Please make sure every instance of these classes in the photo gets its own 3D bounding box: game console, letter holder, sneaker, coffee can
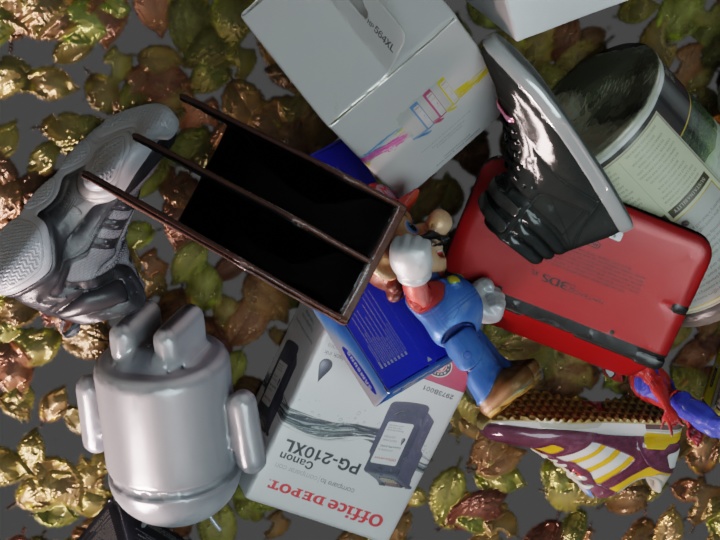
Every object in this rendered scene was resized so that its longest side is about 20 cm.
[{"bbox_3d":[0.168,0.000,1.675,0.199,0.119,0.173,21,110,-2],"label":"game console"},{"bbox_3d":[-0.093,-0.059,1.503,0.142,0.200,0.101,28,90,-50],"label":"letter holder"},{"bbox_3d":[-0.199,-0.036,1.617,0.200,0.075,0.114,-45,125,2],"label":"sneaker"},{"bbox_3d":[0.195,0.163,1.809,0.199,0.075,0.091,4,108,-16],"label":"sneaker"},{"bbox_3d":[0.121,-0.083,1.536,0.099,0.071,0.200,-31,120,10],"label":"sneaker"},{"bbox_3d":[0.250,-0.070,1.690,0.146,0.146,0.200,-45,116,5],"label":"coffee can"}]

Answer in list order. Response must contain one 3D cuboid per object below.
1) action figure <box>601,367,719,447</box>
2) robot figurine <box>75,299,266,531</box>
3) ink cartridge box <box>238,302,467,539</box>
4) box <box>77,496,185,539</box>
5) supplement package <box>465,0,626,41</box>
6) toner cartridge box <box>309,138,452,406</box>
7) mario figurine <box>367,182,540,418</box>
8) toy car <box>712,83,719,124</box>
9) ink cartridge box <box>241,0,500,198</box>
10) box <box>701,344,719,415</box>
[{"bbox_3d":[0.287,0.124,1.762,0.052,0.200,0.065,-56,142,2],"label":"action figure"},{"bbox_3d":[-0.158,0.127,1.668,0.169,0.113,0.201,7,116,24],"label":"robot figurine"},{"bbox_3d":[-0.005,0.115,1.724,0.144,0.084,0.201,21,104,-21],"label":"ink cartridge box"},{"bbox_3d":[-0.151,0.317,1.710,0.200,0.182,0.104,36,98,-25],"label":"box"},{"bbox_3d":[0.125,-0.272,1.542,0.119,0.200,0.122,-21,115,-7],"label":"supplement package"},{"bbox_3d":[0.000,0.000,1.629,0.095,0.043,0.201,-28,80,-23],"label":"toner cartridge box"},{"bbox_3d":[0.071,0.009,1.555,0.106,0.123,0.200,-39,89,-25],"label":"mario figurine"},{"bbox_3d":[0.380,-0.157,1.709,0.176,0.185,0.200,14,136,-22],"label":"toy car"},{"bbox_3d":[0.011,-0.166,1.539,0.125,0.129,0.200,-41,155,4],"label":"ink cartridge box"},{"bbox_3d":[0.372,0.059,1.784,0.037,0.137,0.201,8,109,-19],"label":"box"}]
